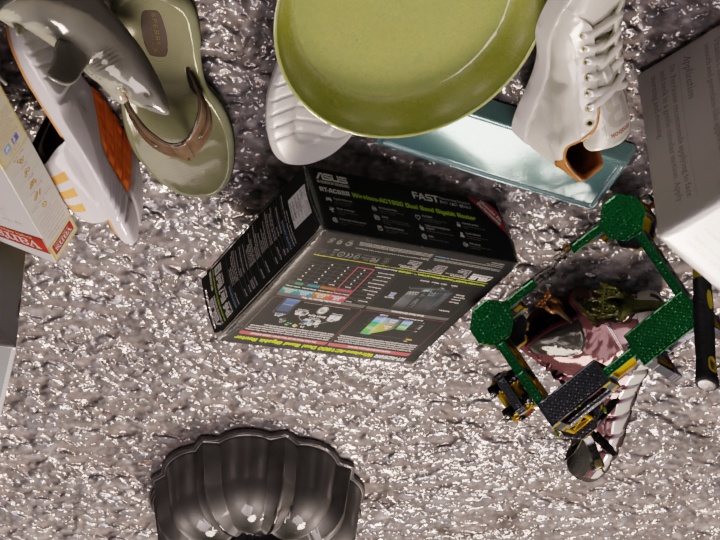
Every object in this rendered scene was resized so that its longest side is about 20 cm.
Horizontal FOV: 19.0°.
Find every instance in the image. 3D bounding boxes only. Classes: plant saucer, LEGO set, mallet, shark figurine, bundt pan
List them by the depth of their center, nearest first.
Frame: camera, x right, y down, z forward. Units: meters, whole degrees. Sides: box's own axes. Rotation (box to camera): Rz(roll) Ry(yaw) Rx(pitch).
[{"bbox_3d":[-0.200,-0.183,1.431,0.089,0.128,0.214,-44,158,13],"label":"shark figurine"},{"bbox_3d":[0.032,-0.184,1.475,0.198,0.031,0.201,-10,127,-13],"label":"plant saucer"},{"bbox_3d":[0.261,0.007,1.601,0.066,0.202,0.041,24,139,-34],"label":"mallet"},{"bbox_3d":[0.107,-0.094,1.622,0.198,0.019,0.070,15,136,-18],"label":"plant saucer"},{"bbox_3d":[0.194,0.044,1.685,0.200,0.154,0.116,-46,156,9],"label":"LEGO set"},{"bbox_3d":[-0.095,0.234,1.941,0.200,0.076,0.203,0,139,0],"label":"bundt pan"}]

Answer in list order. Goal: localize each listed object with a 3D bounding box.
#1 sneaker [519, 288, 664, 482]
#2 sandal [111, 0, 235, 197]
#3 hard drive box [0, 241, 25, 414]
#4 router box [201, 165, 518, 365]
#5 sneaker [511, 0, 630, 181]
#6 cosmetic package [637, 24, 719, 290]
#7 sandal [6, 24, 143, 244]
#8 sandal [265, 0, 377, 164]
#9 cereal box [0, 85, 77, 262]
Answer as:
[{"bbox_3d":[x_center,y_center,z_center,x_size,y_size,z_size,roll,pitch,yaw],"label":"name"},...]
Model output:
[{"bbox_3d":[0.174,0.086,1.792,0.114,0.076,0.201,12,126,-6],"label":"sneaker"},{"bbox_3d":[-0.142,-0.123,1.555,0.079,0.058,0.202,-6,138,7],"label":"sandal"},{"bbox_3d":[-0.314,0.057,1.681,0.076,0.157,0.201,9,138,-13],"label":"hard drive box"},{"bbox_3d":[0.000,0.000,1.652,0.199,0.063,0.150,10,139,-37],"label":"router box"},{"bbox_3d":[0.167,-0.142,1.507,0.073,0.085,0.201,-33,155,-26],"label":"sneaker"},{"bbox_3d":[0.327,-0.089,1.520,0.199,0.166,0.165,-30,131,31],"label":"cosmetic package"},{"bbox_3d":[-0.220,-0.104,1.568,0.059,0.080,0.208,-15,128,17],"label":"sandal"},{"bbox_3d":[-0.027,-0.167,1.519,0.082,0.050,0.204,-5,129,-18],"label":"sandal"},{"bbox_3d":[-0.294,-0.091,1.532,0.143,0.040,0.201,21,155,23],"label":"cereal box"}]
